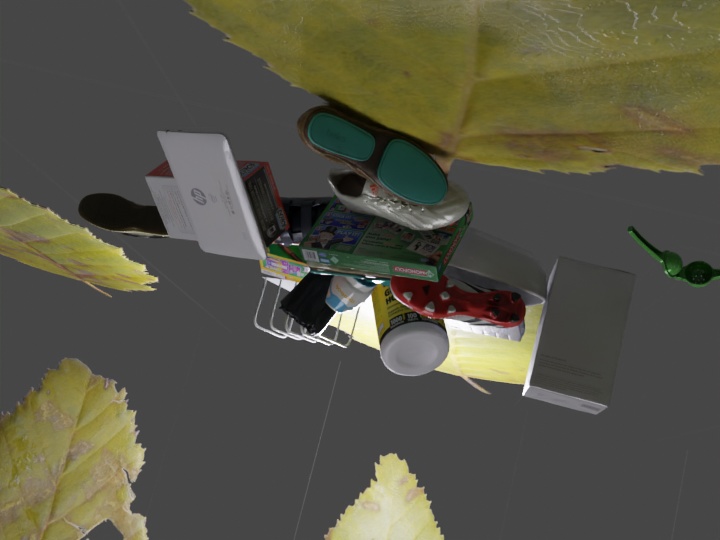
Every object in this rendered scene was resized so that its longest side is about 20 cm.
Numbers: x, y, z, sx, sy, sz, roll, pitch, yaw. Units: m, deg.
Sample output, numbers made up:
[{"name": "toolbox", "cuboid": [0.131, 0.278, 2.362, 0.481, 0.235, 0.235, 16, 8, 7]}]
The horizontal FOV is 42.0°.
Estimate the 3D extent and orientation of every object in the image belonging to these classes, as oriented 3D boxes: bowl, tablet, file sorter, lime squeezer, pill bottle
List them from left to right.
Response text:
[{"name": "tablet", "cuboid": [-0.207, -0.105, 1.310, 0.129, 0.014, 0.201, 8, 128, 33]}, {"name": "file sorter", "cuboid": [-0.117, 0.090, 2.089, 0.199, 0.125, 0.139, 5, 165, 37]}, {"name": "pill bottle", "cuboid": [0.076, 0.063, 1.537, 0.112, 0.201, 0.113, -5, 133, -5]}, {"name": "bowl", "cuboid": [0.172, -0.006, 1.426, 0.199, 0.075, 0.199, 21, 167, -22]}, {"name": "lime squeezer", "cuboid": [0.421, -0.007, 1.204, 0.199, 0.038, 0.071, 17, 168, -5]}]

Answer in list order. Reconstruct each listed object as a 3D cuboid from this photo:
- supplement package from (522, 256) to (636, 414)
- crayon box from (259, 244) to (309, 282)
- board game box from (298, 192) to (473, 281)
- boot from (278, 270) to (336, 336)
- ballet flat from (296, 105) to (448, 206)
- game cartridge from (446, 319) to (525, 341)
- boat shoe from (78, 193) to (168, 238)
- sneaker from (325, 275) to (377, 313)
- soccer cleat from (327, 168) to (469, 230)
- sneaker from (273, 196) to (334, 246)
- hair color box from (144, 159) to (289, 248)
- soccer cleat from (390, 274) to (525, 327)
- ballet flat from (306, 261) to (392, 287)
[{"name": "supplement package", "cuboid": [0.326, 0.099, 1.402, 0.119, 0.201, 0.121, 13, 168, 9]}, {"name": "crayon box", "cuboid": [-0.123, -0.026, 1.728, 0.118, 0.059, 0.200, 15, 168, -1]}, {"name": "board game box", "cuboid": [0.035, -0.053, 1.253, 0.199, 0.135, 0.029, 9, 135, 26]}, {"name": "boot", "cuboid": [-0.037, 0.040, 1.637, 0.076, 0.169, 0.200, 39, -176, 41]}, {"name": "ballet flat", "cuboid": [0.011, -0.135, 1.089, 0.199, 0.068, 0.072, 21, -173, -24]}, {"name": "game cartridge", "cuboid": [0.197, 0.071, 1.495, 0.129, 0.039, 0.200, 7, 167, 13]}, {"name": "boat shoe", "cuboid": [-0.429, -0.094, 1.766, 0.199, 0.072, 0.066, 10, 163, 4]}, {"name": "sneaker", "cuboid": [0.000, 0.000, 1.475, 0.076, 0.081, 0.200, 43, -153, 1]}, {"name": "soccer cleat", "cuboid": [0.044, -0.096, 1.200, 0.199, 0.070, 0.077, 10, 164, 36]}, {"name": "sneaker", "cuboid": [-0.089, -0.072, 1.400, 0.079, 0.079, 0.199, -4, -176, -40]}, {"name": "hair color box", "cuboid": [-0.210, -0.101, 1.373, 0.199, 0.064, 0.112, 8, 128, 35]}, {"name": "soccer cleat", "cuboid": [0.136, 0.045, 1.336, 0.198, 0.069, 0.085, 11, 164, -6]}, {"name": "ballet flat", "cuboid": [0.015, -0.013, 1.347, 0.199, 0.063, 0.067, 11, 177, -34]}]
